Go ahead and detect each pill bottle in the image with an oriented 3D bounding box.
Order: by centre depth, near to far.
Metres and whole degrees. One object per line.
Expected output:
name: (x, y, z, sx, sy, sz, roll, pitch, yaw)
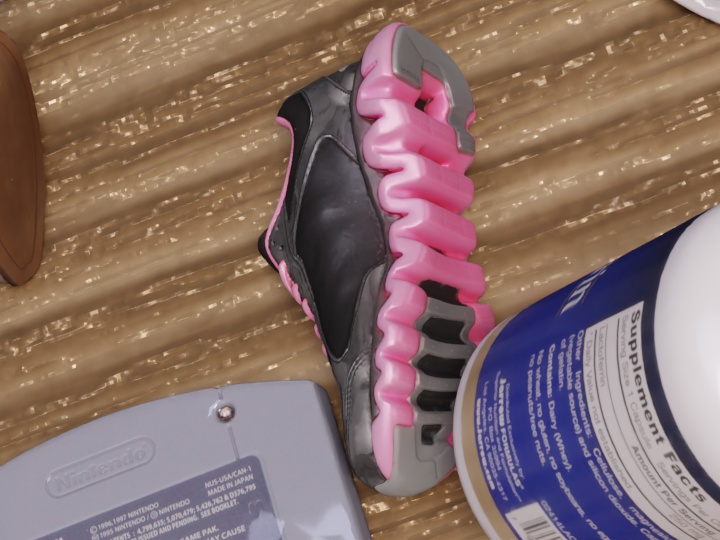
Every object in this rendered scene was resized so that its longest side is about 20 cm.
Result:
pill bottle: (0.126, 0.041, 0.628, 0.115, 0.200, 0.117, 10, 68, -26)

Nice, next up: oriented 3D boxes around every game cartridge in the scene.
game cartridge: (-0.092, 0.126, 0.763, 0.199, 0.041, 0.134, -21, 69, 8)

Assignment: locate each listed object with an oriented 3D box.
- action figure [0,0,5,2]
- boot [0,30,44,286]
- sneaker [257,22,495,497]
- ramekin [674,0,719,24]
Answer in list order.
action figure: (-0.114, -0.219, 0.886, 0.192, 0.105, 0.200, -24, 40, 0)
boot: (-0.229, -0.087, 0.823, 0.145, 0.070, 0.201, -1, 111, 19)
sneaker: (0.000, 0.000, 0.771, 0.095, 0.079, 0.201, -16, 63, 31)
ramekin: (0.175, -0.186, 0.712, 0.199, 0.200, 0.105, 21, 69, 23)
